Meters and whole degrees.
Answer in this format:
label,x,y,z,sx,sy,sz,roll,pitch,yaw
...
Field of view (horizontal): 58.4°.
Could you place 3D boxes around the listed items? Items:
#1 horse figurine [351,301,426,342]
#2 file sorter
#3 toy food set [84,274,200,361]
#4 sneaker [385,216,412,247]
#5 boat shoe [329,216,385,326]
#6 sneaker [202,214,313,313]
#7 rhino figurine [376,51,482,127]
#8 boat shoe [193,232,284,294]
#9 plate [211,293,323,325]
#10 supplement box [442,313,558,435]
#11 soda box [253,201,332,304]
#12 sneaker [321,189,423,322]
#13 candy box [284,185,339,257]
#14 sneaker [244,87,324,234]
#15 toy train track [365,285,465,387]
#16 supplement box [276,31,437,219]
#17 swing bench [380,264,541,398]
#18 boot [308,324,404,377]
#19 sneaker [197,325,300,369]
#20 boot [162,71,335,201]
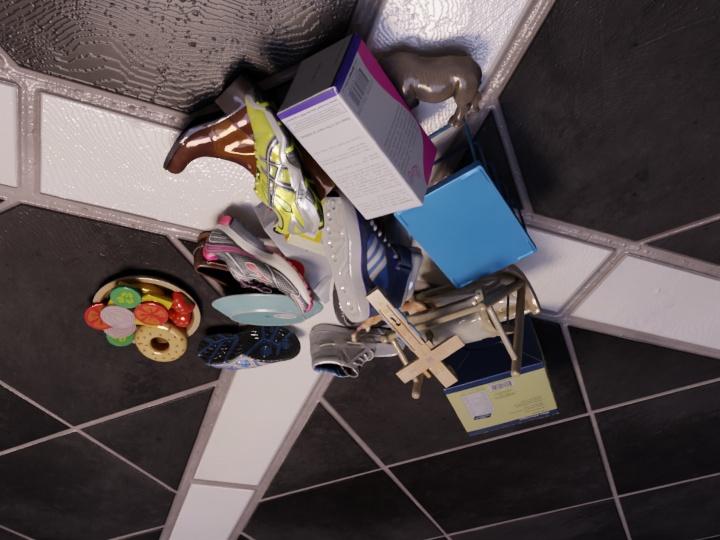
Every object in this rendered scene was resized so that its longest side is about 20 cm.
label,x,y,z,sx,sy,sz,roll,pitch,yaw
horse figurine,0.055,0.085,1.204,0.194,0.051,0.134,7,137,-12
file sorter,0.150,-0.098,0.959,0.137,0.125,0.200,-27,134,22
toy food set,-0.389,0.084,1.163,0.194,0.050,0.200,21,132,-25
sneaker,0.037,-0.022,1.070,0.080,0.075,0.203,7,132,-7
boat shoe,0.000,0.000,1.033,0.073,0.060,0.206,-6,112,-46
sneaker,-0.157,0.002,1.016,0.198,0.075,0.081,37,168,2
rhino figurine,0.066,-0.243,0.841,0.194,0.061,0.089,3,140,1
boat shoe,-0.197,0.013,1.089,0.197,0.072,0.070,28,131,-32
plate,-0.161,0.073,1.125,0.194,0.026,0.201,1,164,0
supplement box,0.273,0.205,1.291,0.195,0.137,0.201,-18,136,14
soda box,-0.087,-0.038,1.033,0.068,0.064,0.201,-35,133,0
sneaker,0.026,-0.035,0.962,0.144,0.080,0.206,-21,109,-33
candy box,-0.026,-0.114,0.945,0.100,0.027,0.203,17,113,-32
sneaker,-0.110,-0.131,0.826,0.075,0.076,0.204,-18,116,6
toy train track,0.078,0.095,0.951,0.114,0.033,0.201,-34,113,20
supplement box,0.003,-0.174,0.818,0.102,0.103,0.200,-11,136,38
swing bench,0.169,0.084,1.057,0.196,0.200,0.132,-21,107,34
boot,-0.005,0.167,1.253,0.194,0.097,0.074,5,138,-11
sneaker,-0.212,0.150,1.248,0.194,0.078,0.077,-2,161,-3
boot,-0.154,-0.141,0.899,0.187,0.069,0.200,-38,113,15
